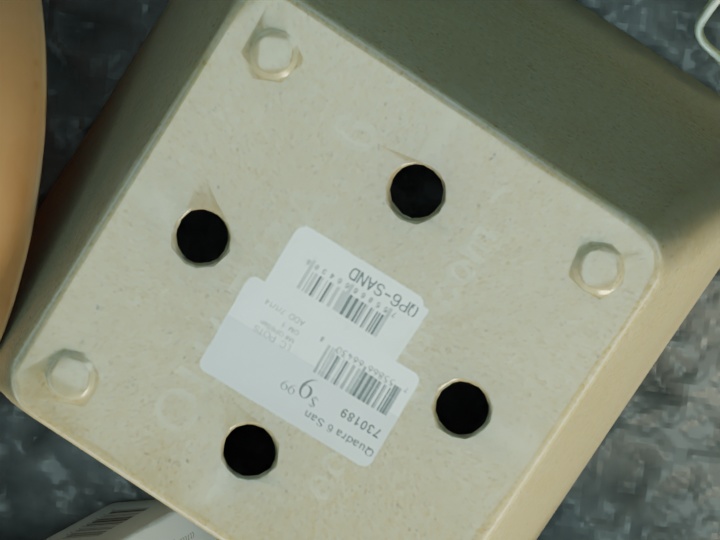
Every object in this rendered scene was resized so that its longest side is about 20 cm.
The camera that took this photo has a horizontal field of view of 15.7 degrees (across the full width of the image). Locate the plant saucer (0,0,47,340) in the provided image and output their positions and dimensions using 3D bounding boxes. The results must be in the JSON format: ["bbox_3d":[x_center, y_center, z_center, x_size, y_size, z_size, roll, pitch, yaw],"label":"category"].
[{"bbox_3d":[-0.155,-0.035,0.783,0.032,0.200,0.202,7,102,-34],"label":"plant saucer"}]

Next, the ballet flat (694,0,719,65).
[{"bbox_3d":[0.130,-0.100,0.812,0.075,0.068,0.201,-32,97,24],"label":"ballet flat"}]

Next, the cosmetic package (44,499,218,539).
[{"bbox_3d":[-0.105,0.176,0.807,0.051,0.200,0.152,-9,103,43],"label":"cosmetic package"}]

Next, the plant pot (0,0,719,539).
[{"bbox_3d":[0.000,0.000,0.777,0.199,0.177,0.201,33,99,-1],"label":"plant pot"}]
